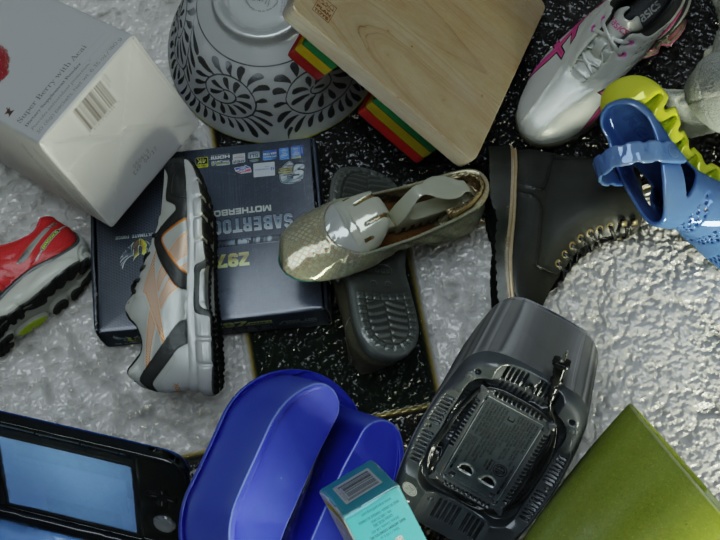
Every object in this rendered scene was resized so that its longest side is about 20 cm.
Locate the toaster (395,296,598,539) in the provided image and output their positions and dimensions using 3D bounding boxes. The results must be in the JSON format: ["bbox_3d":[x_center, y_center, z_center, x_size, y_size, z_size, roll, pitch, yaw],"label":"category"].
[{"bbox_3d":[0.111,0.108,1.298,0.113,0.200,0.129,27,30,2],"label":"toaster"}]

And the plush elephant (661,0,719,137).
[{"bbox_3d":[0.324,-0.165,1.387,0.164,0.154,0.201,0,83,49],"label":"plush elephant"}]

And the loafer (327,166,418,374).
[{"bbox_3d":[0.000,0.000,1.410,0.075,0.070,0.201,11,51,-19],"label":"loafer"}]

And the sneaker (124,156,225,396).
[{"bbox_3d":[-0.155,0.003,1.371,0.080,0.074,0.201,-4,73,6],"label":"sneaker"}]

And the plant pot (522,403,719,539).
[{"bbox_3d":[0.189,0.235,1.270,0.200,0.187,0.187,-41,72,6],"label":"plant pot"}]

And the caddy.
[{"bbox_3d":[-0.057,0.174,1.327,0.141,0.105,0.201,32,72,-24],"label":"caddy"}]

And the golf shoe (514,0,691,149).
[{"bbox_3d":[0.205,-0.191,1.450,0.073,0.092,0.200,41,80,15],"label":"golf shoe"}]

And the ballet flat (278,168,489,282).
[{"bbox_3d":[0.020,-0.046,1.364,0.199,0.062,0.068,-19,65,-34],"label":"ballet flat"}]

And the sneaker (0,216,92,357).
[{"bbox_3d":[-0.323,0.026,1.438,0.200,0.077,0.085,-34,65,-18],"label":"sneaker"}]

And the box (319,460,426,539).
[{"bbox_3d":[0.042,0.246,1.266,0.049,0.082,0.201,-29,103,-9],"label":"box"}]

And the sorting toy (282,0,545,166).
[{"bbox_3d":[0.037,-0.211,1.443,0.200,0.070,0.199,38,54,-17],"label":"sorting toy"}]

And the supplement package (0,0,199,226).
[{"bbox_3d":[-0.259,-0.146,1.425,0.200,0.120,0.121,27,73,39],"label":"supplement package"}]

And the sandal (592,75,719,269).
[{"bbox_3d":[0.256,-0.060,1.376,0.200,0.079,0.087,44,50,-7],"label":"sandal"}]

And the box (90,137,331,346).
[{"bbox_3d":[-0.128,-0.024,1.442,0.199,0.051,0.158,-5,71,4],"label":"box"}]

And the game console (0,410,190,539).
[{"bbox_3d":[-0.243,0.218,1.337,0.199,0.171,0.119,11,45,9],"label":"game console"}]

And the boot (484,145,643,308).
[{"bbox_3d":[0.176,-0.013,1.402,0.138,0.078,0.201,-1,71,0],"label":"boot"}]

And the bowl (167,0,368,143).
[{"bbox_3d":[-0.080,-0.221,1.486,0.200,0.094,0.202,-2,71,5],"label":"bowl"}]
